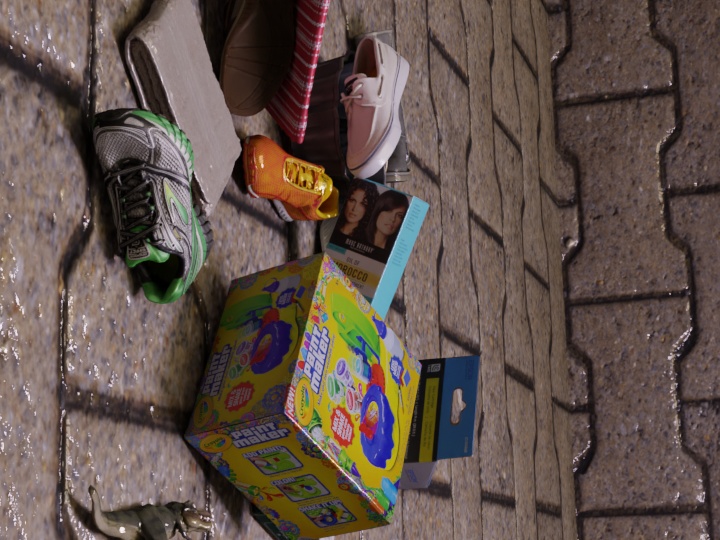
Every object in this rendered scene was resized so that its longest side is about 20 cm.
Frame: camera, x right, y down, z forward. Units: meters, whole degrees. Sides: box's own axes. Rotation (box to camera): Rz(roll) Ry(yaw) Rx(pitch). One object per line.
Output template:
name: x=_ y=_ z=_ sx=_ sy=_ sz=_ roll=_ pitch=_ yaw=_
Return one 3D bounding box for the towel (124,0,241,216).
towel: x=-0.167 y=-0.162 z=1.448 sx=0.133 sy=0.034 sz=0.200 roll=-73 pitch=152 yaw=-55

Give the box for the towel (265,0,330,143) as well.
towel: x=-0.066 y=-0.251 z=1.598 sx=0.145 sy=0.022 sz=0.200 roll=-127 pitch=-136 yaw=-58

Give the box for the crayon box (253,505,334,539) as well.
crayon box: x=-0.063 y=0.195 z=1.655 sx=0.126 sy=0.052 sz=0.200 roll=60 pitch=30 yaw=-54

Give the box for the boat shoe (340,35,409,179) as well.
boat shoe: x=0.006 y=-0.192 z=1.740 sx=0.070 sy=0.071 sz=0.200 roll=39 pitch=45 yaw=-29

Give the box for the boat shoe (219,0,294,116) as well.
boat shoe: x=-0.109 y=-0.261 z=1.590 sx=0.072 sy=0.072 sz=0.200 roll=-150 pitch=-112 yaw=-70

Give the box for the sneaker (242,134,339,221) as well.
sneaker: x=-0.075 y=-0.105 z=1.664 sx=0.200 sy=0.077 sz=0.073 roll=29 pitch=59 yaw=-68

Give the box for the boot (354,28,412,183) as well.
boot: x=0.030 y=-0.224 z=2.064 sx=0.182 sy=0.072 sz=0.200 roll=-85 pitch=173 yaw=-76

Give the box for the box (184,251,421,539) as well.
box: x=-0.051 y=0.128 z=1.504 sx=0.193 sy=0.122 sz=0.200 roll=49 pitch=38 yaw=-35

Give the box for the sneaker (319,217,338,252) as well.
sneaker: x=-0.012 y=0.028 z=1.836 sx=0.085 sy=0.075 sz=0.200 roll=61 pitch=29 yaw=-51

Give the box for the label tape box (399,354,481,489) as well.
label tape box: x=0.044 y=0.178 z=1.757 sx=0.063 sy=0.200 sz=0.144 roll=66 pitch=25 yaw=-47

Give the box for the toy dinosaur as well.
toy dinosaur: x=-0.177 y=0.231 z=1.274 sx=0.200 sy=0.047 sz=0.088 roll=33 pitch=39 yaw=-69

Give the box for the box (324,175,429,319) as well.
box: x=0.000 y=0.000 z=1.733 sx=0.049 sy=0.082 sz=0.200 roll=21 pitch=90 yaw=-64

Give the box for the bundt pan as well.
bundt pan: x=-0.032 y=-0.159 z=1.823 sx=0.202 sy=0.076 sz=0.202 roll=-5 pitch=90 yaw=-74

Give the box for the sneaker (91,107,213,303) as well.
sneaker: x=-0.177 y=-0.055 z=1.301 sx=0.085 sy=0.078 sz=0.200 roll=-77 pitch=156 yaw=-45
